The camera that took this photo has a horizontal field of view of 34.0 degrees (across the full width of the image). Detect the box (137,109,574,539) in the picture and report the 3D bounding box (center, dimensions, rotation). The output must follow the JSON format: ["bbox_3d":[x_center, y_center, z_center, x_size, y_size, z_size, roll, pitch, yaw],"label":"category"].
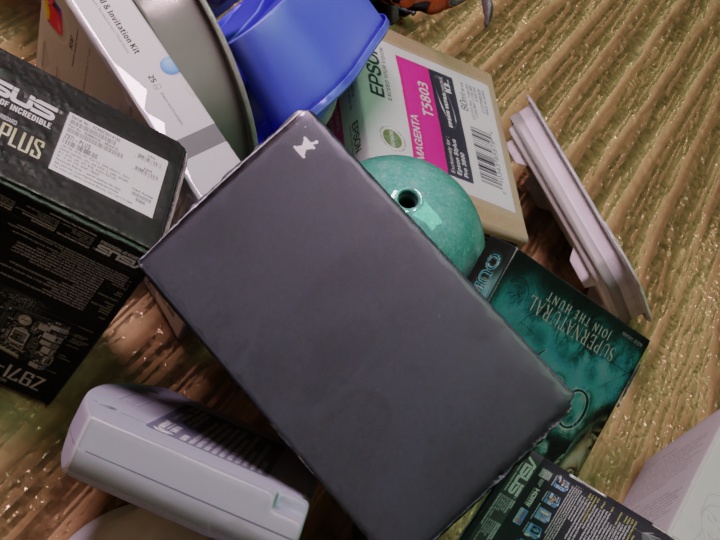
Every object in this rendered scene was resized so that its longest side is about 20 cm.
[{"bbox_3d":[0.004,0.047,0.653,0.200,0.124,0.197,47,-6,12],"label":"box"}]

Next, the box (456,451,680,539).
[{"bbox_3d":[0.114,0.217,0.687,0.160,0.050,0.200,27,47,17],"label":"box"}]

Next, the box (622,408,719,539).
[{"bbox_3d":[0.271,0.226,0.886,0.152,0.106,0.200,47,40,4],"label":"box"}]

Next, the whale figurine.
[{"bbox_3d":[0.000,0.000,0.801,0.199,0.104,0.159,-38,72,-27],"label":"whale figurine"}]

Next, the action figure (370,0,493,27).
[{"bbox_3d":[0.028,-0.273,1.082,0.191,0.106,0.200,16,21,22],"label":"action figure"}]

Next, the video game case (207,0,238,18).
[{"bbox_3d":[-0.195,-0.228,0.858,0.198,0.143,0.018,22,75,-25],"label":"video game case"}]

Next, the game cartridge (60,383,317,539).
[{"bbox_3d":[-0.088,0.102,0.637,0.132,0.041,0.200,27,-2,2],"label":"game cartridge"}]

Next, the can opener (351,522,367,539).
[{"bbox_3d":[0.057,0.232,0.725,0.053,0.067,0.202,-7,61,-32],"label":"can opener"}]

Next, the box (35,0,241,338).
[{"bbox_3d":[-0.141,-0.075,0.751,0.041,0.156,0.201,-29,76,-29],"label":"box"}]

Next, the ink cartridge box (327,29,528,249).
[{"bbox_3d":[0.045,-0.104,1.001,0.163,0.075,0.202,17,47,-31],"label":"ink cartridge box"}]

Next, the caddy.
[{"bbox_3d":[-0.056,-0.155,0.900,0.105,0.140,0.201,52,37,-19],"label":"caddy"}]

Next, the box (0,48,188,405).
[{"bbox_3d":[-0.220,-0.035,0.645,0.198,0.164,0.087,26,43,-19],"label":"box"}]

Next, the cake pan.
[{"bbox_3d":[-0.135,-0.131,0.793,0.036,0.201,0.201,-29,75,-22],"label":"cake pan"}]

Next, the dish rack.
[{"bbox_3d":[0.190,-0.045,1.053,0.202,0.043,0.172,65,10,23],"label":"dish rack"}]

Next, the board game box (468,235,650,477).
[{"bbox_3d":[0.122,0.075,0.837,0.199,0.137,0.028,28,0,-45],"label":"board game box"}]

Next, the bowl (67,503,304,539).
[{"bbox_3d":[-0.073,0.199,0.629,0.199,0.090,0.203,24,44,-25],"label":"bowl"}]
